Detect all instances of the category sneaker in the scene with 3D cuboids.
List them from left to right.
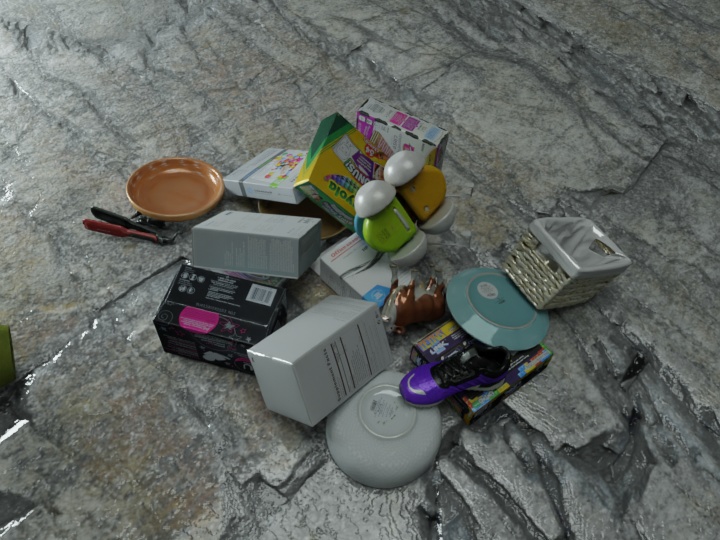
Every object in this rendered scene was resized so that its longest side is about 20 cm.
[{"bbox_3d":[0.159,0.160,1.052,0.199,0.100,0.070,-11,56,-21],"label":"sneaker"}]

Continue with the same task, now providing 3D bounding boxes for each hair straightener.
[{"bbox_3d":[-0.456,-0.101,1.315,0.199,0.041,0.077,10,54,3],"label":"hair straightener"}]

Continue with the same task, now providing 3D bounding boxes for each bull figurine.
[{"bbox_3d":[0.091,0.053,1.168,0.065,0.122,0.200,18,13,37],"label":"bull figurine"}]

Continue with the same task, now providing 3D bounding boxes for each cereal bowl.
[{"bbox_3d":[0.042,0.250,1.069,0.199,0.083,0.201,2,55,-3],"label":"cereal bowl"}]

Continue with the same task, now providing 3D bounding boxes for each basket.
[{"bbox_3d":[0.387,-0.012,1.220,0.200,0.124,0.136,-6,50,-41],"label":"basket"}]

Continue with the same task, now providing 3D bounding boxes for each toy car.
[{"bbox_3d":[0.068,-0.119,1.227,0.200,0.175,0.150,-47,28,-17],"label":"toy car"}]

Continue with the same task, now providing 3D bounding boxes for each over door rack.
[{"bbox_3d":[0.136,-0.096,1.327,0.199,0.067,0.148,-5,51,18],"label":"over door rack"}]

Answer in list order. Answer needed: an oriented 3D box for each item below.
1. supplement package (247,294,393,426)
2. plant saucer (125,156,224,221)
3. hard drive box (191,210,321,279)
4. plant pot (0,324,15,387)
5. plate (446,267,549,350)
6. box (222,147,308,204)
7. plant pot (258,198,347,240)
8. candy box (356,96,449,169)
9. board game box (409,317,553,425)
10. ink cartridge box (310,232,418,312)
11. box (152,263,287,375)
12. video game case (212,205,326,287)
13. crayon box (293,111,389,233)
[{"bbox_3d":[-0.063,0.143,1.070,0.121,0.120,0.200,8,31,45],"label":"supplement package"},{"bbox_3d":[-0.387,-0.167,1.356,0.199,0.038,0.201,5,45,-5],"label":"plant saucer"},{"bbox_3d":[-0.187,-0.053,1.196,0.199,0.077,0.156,7,18,11],"label":"hard drive box"},{"bbox_3d":[-0.679,0.152,1.050,0.199,0.187,0.187,-7,53,-27],"label":"plant pot"},{"bbox_3d":[0.256,0.061,1.186,0.199,0.026,0.201,9,46,-9],"label":"plate"},{"bbox_3d":[-0.165,-0.202,1.351,0.200,0.041,0.156,13,42,34],"label":"box"},{"bbox_3d":[-0.114,-0.126,1.349,0.199,0.028,0.200,7,45,-7],"label":"plant pot"},{"bbox_3d":[0.087,-0.280,1.425,0.200,0.137,0.061,27,58,16],"label":"candy box"},{"bbox_3d":[0.217,0.156,1.166,0.200,0.057,0.165,-29,59,-23],"label":"board game box"},{"bbox_3d":[0.000,0.000,1.257,0.116,0.067,0.200,-37,64,-26],"label":"ink cartridge box"},{"bbox_3d":[-0.242,0.089,1.147,0.199,0.115,0.132,14,53,4],"label":"box"},{"bbox_3d":[-0.185,-0.036,1.301,0.143,0.018,0.200,31,57,18],"label":"video game case"},{"bbox_3d":[-0.019,-0.187,1.304,0.200,0.058,0.173,36,59,-31],"label":"crayon box"}]
